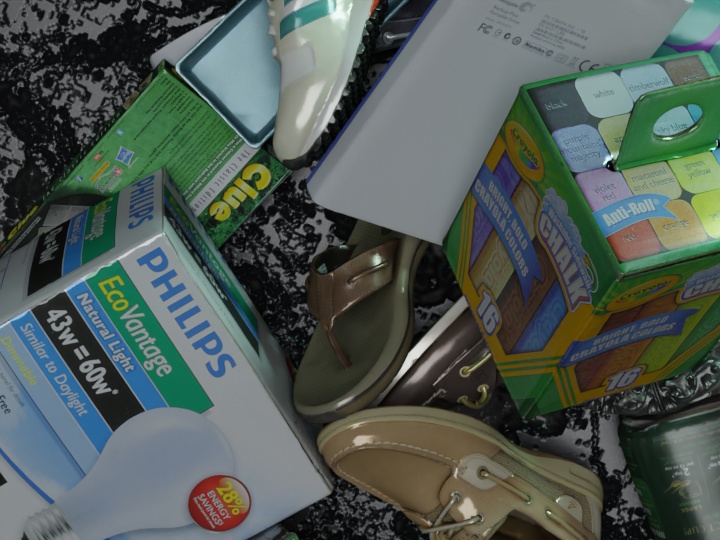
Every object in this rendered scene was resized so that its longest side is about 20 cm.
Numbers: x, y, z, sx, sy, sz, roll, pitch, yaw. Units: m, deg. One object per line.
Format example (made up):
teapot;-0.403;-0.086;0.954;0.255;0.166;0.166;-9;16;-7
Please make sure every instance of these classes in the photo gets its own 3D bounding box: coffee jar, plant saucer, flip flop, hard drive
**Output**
coffee jar;0.231;0.174;1.148;0.104;0.085;0.200;-15;92;-3
plant saucer;-0.016;-0.164;1.114;0.200;0.019;0.070;-45;91;-6
flip flop;0.000;0.000;1.124;0.058;0.081;0.200;37;63;-35
hard drive;0.076;-0.099;1.052;0.132;0.025;0.200;17;124;-33

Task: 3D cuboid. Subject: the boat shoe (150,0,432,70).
boat shoe;-0.027;-0.137;1.156;0.200;0.072;0.068;-17;91;-3

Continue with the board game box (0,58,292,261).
board game box;-0.147;-0.024;1.161;0.105;0.023;0.200;40;104;-18

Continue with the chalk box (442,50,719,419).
chalk box;0.144;-0.030;1.005;0.124;0.200;0.124;-13;64;-23

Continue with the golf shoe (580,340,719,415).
golf shoe;0.209;0.045;1.140;0.200;0.094;0.078;-10;82;15

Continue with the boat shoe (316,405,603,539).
boat shoe;0.066;0.134;1.122;0.200;0.071;0.065;18;51;-25

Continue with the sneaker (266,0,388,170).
sneaker;-0.033;-0.159;1.074;0.093;0.070;0.200;17;85;4

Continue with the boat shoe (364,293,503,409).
boat shoe;0.069;0.048;1.159;0.060;0.072;0.200;41;90;3

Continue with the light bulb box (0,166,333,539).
light bulb box;-0.151;0.080;1.121;0.200;0.125;0.198;-30;111;5

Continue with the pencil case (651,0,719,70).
pencil case;0.173;-0.148;1.132;0.200;0.085;0.092;18;80;3

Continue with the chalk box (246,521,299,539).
chalk box;-0.100;0.250;1.103;0.200;0.125;0.124;-32;94;-8
